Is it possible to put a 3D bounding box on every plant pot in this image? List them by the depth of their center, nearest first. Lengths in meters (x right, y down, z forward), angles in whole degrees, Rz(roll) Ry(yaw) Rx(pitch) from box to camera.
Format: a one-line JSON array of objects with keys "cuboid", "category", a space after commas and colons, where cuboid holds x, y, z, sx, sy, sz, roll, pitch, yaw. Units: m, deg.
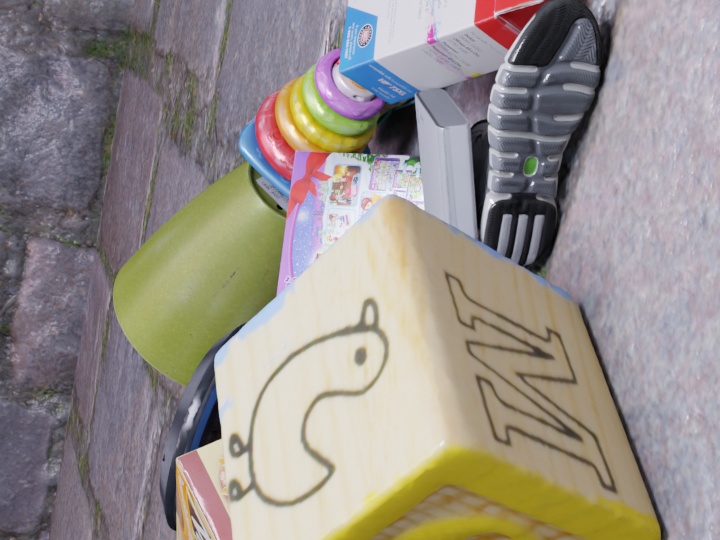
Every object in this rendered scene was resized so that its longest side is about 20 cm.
[{"cuboid": [-0.115, -0.011, 1.328, 0.200, 0.187, 0.187, -51, 35, 36], "category": "plant pot"}]

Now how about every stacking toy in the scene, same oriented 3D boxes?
[{"cuboid": [-0.017, -0.152, 1.214, 0.116, 0.110, 0.200, -49, 3, -38], "category": "stacking toy"}]

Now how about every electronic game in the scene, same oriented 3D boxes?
[{"cuboid": [-0.129, 0.143, 1.242, 0.200, 0.042, 0.200, 19, -90, -79], "category": "electronic game"}]

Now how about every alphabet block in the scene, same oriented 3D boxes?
[{"cuboid": [0.041, 0.110, 0.872, 0.195, 0.196, 0.200, -44, 39, 28], "category": "alphabet block"}]

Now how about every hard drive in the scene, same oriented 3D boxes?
[{"cuboid": [0.069, -0.027, 1.045, 0.132, 0.026, 0.201, -106, 10, -71], "category": "hard drive"}]

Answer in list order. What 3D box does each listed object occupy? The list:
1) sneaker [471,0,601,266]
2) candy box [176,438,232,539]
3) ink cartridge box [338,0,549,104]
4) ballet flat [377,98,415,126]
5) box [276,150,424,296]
[{"cuboid": [0.111, -0.113, 1.008, 0.116, 0.075, 0.200, -120, 40, -63], "category": "sneaker"}, {"cuboid": [-0.106, 0.229, 1.118, 0.116, 0.055, 0.200, 59, 159, 23], "category": "candy box"}, {"cuboid": [0.082, -0.213, 1.047, 0.200, 0.067, 0.116, -11, 63, 42], "category": "ink cartridge box"}, {"cuboid": [0.017, -0.176, 1.296, 0.067, 0.062, 0.200, -53, 12, -25], "category": "ballet flat"}, {"cuboid": [0.000, 0.000, 1.161, 0.039, 0.137, 0.201, 24, -107, -68], "category": "box"}]
